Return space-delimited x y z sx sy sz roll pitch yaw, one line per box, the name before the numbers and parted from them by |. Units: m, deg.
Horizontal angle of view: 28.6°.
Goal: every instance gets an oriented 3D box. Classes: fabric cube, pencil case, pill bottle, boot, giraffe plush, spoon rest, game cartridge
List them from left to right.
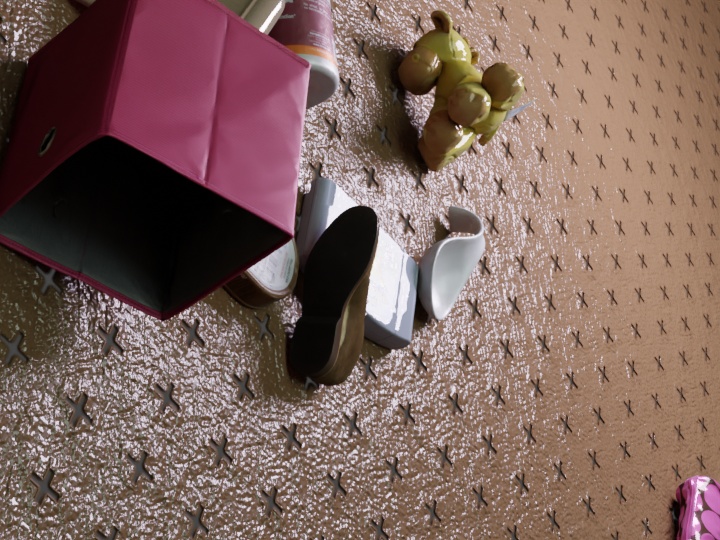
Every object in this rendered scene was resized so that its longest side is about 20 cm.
fabric cube | -0.182 -0.111 1.239 0.199 0.196 0.201 29 49 -32
pill bottle | -0.089 -0.291 1.587 0.114 0.114 0.202 20 57 -51
boot | -0.020 0.028 1.541 0.075 0.073 0.201 39 64 -56
game cartridge | 0.000 0.000 1.641 0.200 0.040 0.134 43 45 -37
spoon rest | 0.117 -0.016 1.793 0.200 0.060 0.100 -63 150 -52
giraffe plush | 0.123 -0.254 1.879 0.163 0.173 0.200 51 41 10
pencil case | 0.514 0.405 2.166 0.094 0.090 0.201 48 35 -20

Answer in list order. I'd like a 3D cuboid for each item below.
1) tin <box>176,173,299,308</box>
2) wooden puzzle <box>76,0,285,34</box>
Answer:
tin | -0.133 -0.047 1.459 0.200 0.042 0.112 47 34 -33
wooden puzzle | -0.189 -0.282 1.449 0.199 0.037 0.186 32 42 -6
